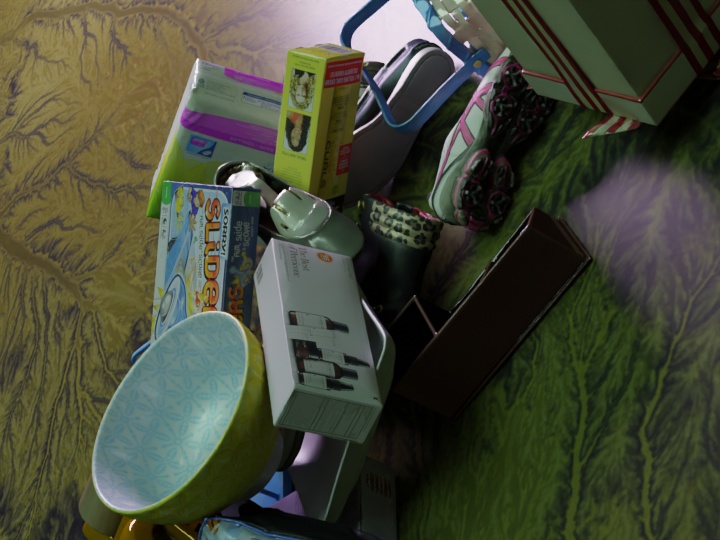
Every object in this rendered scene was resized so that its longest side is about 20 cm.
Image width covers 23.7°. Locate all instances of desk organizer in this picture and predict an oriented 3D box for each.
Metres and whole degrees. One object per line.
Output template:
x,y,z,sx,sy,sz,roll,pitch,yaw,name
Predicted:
0.104,0.031,1.530,0.200,0.077,0.072,-51,35,17,desk organizer

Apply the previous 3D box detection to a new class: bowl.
-0.133,0.148,1.524,0.200,0.108,0.200,-31,38,29,bowl

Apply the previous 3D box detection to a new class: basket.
0.077,-0.248,1.681,0.200,0.139,0.176,-46,46,17,basket

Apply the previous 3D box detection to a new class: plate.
-0.019,0.112,1.564,0.200,0.032,0.200,-121,46,-64,plate

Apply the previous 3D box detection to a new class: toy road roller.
-0.195,0.247,1.583,0.200,0.146,0.123,36,117,22,toy road roller

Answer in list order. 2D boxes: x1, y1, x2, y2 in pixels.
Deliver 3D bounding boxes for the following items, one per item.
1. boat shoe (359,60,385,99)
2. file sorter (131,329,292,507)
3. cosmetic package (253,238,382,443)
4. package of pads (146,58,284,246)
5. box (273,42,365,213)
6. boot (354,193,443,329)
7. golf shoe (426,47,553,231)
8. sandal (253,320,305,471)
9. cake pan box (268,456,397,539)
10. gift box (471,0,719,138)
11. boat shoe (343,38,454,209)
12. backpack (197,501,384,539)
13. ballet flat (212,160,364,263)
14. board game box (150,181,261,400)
-0.046,-0.178,1.888,0.200,0.072,0.060,-17,49,43,boat shoe
-0.160,0.161,1.760,0.139,0.123,0.200,-35,42,35,file sorter
-0.038,0.057,1.486,0.200,0.082,0.051,-103,34,-50,cosmetic package
-0.130,-0.121,1.841,0.200,0.154,0.068,118,161,-45,package of pads
-0.046,-0.121,1.707,0.050,0.075,0.200,18,109,30,box
0.000,0.000,1.672,0.200,0.073,0.151,26,103,53,boot
0.119,-0.138,1.631,0.092,0.073,0.200,22,85,56,golf shoe
-0.077,0.086,1.609,0.080,0.057,0.201,151,129,-65,sandal
-0.042,0.292,1.575,0.184,0.052,0.200,-37,41,37,cake pan box
0.203,-0.230,1.472,0.200,0.187,0.185,-49,35,-6,gift box
0.017,-0.154,1.779,0.200,0.075,0.062,-57,35,7,boat shoe
-0.069,0.307,1.434,0.200,0.154,0.191,8,98,44,backpack
-0.076,-0.055,1.629,0.067,0.064,0.200,-46,41,-15,ballet flat
-0.151,0.017,1.650,0.135,0.034,0.200,7,93,54,board game box
